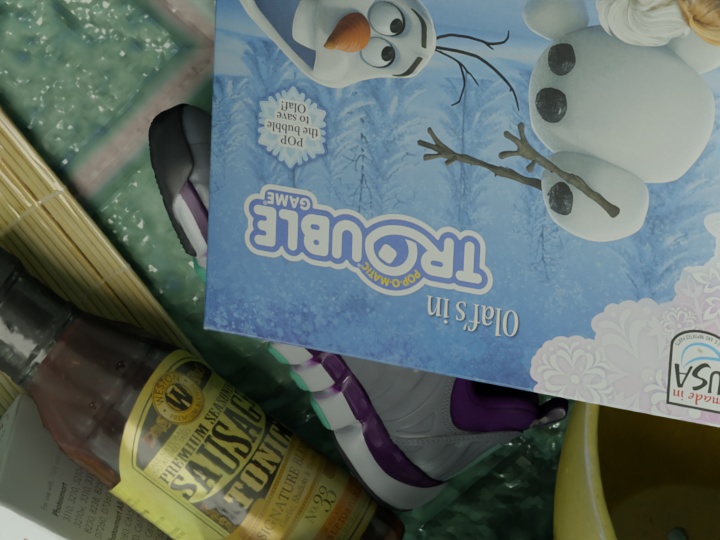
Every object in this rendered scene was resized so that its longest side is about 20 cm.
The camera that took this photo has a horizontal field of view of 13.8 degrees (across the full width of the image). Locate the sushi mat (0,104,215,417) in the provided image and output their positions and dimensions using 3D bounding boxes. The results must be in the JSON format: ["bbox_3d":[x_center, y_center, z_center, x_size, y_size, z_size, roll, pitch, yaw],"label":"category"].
[{"bbox_3d":[-0.127,0.018,1.202,0.095,0.012,0.200,-28,112,24],"label":"sushi mat"}]

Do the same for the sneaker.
[{"bbox_3d":[0.000,0.000,1.137,0.087,0.075,0.200,-27,123,14],"label":"sneaker"}]

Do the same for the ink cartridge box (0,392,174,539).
[{"bbox_3d":[-0.121,0.129,1.220,0.200,0.068,0.115,30,127,-16],"label":"ink cartridge box"}]

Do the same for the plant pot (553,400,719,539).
[{"bbox_3d":[0.149,0.103,1.104,0.199,0.200,0.142,28,148,-5],"label":"plant pot"}]

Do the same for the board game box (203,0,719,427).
[{"bbox_3d":[0.047,-0.062,0.998,0.199,0.043,0.200,10,110,21],"label":"board game box"}]

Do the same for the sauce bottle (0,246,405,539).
[{"bbox_3d":[-0.077,0.066,1.172,0.200,0.066,0.066,36,122,-8],"label":"sauce bottle"}]
